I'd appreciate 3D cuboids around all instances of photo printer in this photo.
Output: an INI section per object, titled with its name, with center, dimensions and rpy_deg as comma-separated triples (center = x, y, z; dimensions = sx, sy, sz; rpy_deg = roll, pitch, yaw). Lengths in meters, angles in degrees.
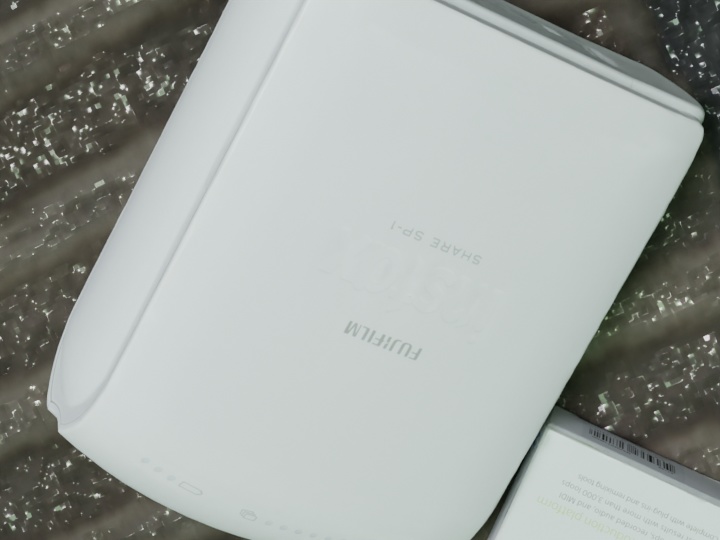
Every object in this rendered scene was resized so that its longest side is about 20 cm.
[photo printer]
center = 0.000, 0.000, 0.762
dimensions = 0.166, 0.069, 0.200
rpy_deg = 22, 105, -27

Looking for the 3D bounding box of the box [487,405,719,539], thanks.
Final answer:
[box]
center = 0.092, 0.168, 0.826
dimensions = 0.144, 0.036, 0.200
rpy_deg = 24, 104, 4
